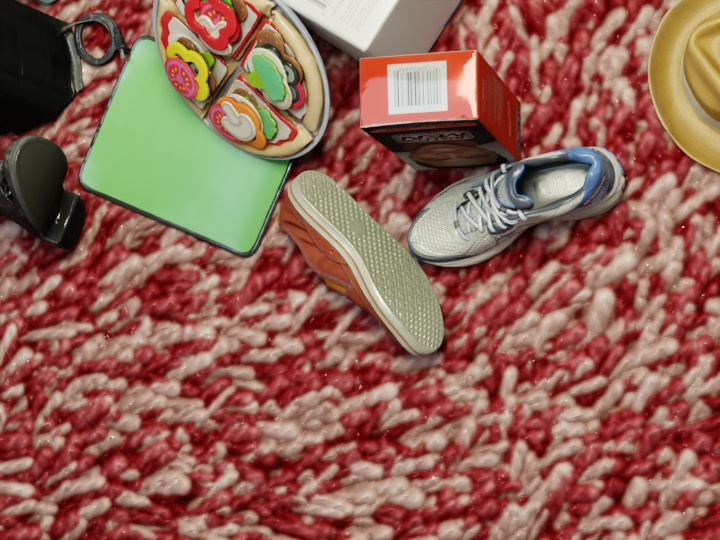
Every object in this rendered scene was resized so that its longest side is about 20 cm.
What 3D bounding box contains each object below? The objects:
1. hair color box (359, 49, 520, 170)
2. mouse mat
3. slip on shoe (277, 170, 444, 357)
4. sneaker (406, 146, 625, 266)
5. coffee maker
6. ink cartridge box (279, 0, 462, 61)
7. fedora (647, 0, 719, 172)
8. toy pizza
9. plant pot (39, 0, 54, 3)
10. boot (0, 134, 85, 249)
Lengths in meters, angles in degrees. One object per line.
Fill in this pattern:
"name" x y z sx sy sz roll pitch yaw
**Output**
"hair color box" 0.071 -0.133 1.507 0.101 0.200 0.061 -3 83 16
"mouse mat" -0.157 -0.119 1.671 0.200 0.008 0.161 23 90 18
"slip on shoe" 0.000 0.000 1.589 0.200 0.074 0.061 48 132 10
"sneaker" 0.127 -0.064 1.544 0.200 0.085 0.077 -23 78 13
"coffee maker" -0.351 -0.211 1.634 0.192 0.200 0.135 -38 75 10
"ink cartridge box" -0.018 -0.286 1.580 0.200 0.145 0.147 34 93 17
"fedora" 0.339 -0.173 1.498 0.201 0.082 0.201 -2 82 16
"toy pizza" -0.113 -0.180 1.578 0.200 0.200 0.032 33 51 17
"plant pot" -0.316 -0.390 1.685 0.141 0.141 0.200 -34 68 9
"boot" -0.353 -0.085 1.631 0.174 0.200 0.069 19 70 10
